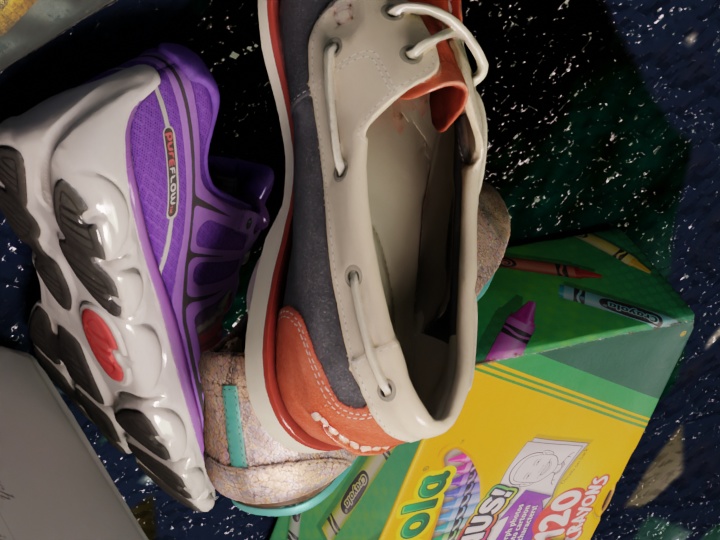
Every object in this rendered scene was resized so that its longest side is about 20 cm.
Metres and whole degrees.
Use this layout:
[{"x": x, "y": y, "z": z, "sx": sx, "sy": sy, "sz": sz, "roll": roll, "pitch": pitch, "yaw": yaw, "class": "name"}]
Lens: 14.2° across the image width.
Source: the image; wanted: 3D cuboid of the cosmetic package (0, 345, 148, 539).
[{"x": -0.182, "y": 0.117, "z": 0.889, "sx": 0.165, "sy": 0.165, "sz": 0.200, "roll": -49, "pitch": 143, "yaw": 18, "class": "cosmetic package"}]

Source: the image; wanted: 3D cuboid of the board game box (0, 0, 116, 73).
[{"x": -0.130, "y": -0.122, "z": 0.777, "sx": 0.135, "sy": 0.028, "sz": 0.200, "roll": -32, "pitch": 145, "yaw": -7, "class": "board game box"}]

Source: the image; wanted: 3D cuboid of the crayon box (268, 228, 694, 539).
[{"x": 0.038, "y": 0.081, "z": 1.133, "sx": 0.119, "sy": 0.058, "sz": 0.200, "roll": -10, "pitch": 137, "yaw": -34, "class": "crayon box"}]

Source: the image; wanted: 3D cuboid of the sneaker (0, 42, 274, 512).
[{"x": -0.059, "y": 0.006, "z": 0.950, "sx": 0.083, "sy": 0.081, "sz": 0.200, "roll": -37, "pitch": 151, "yaw": -22, "class": "sneaker"}]

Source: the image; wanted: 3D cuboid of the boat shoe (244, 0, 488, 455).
[{"x": 0.009, "y": -0.044, "z": 0.863, "sx": 0.071, "sy": 0.200, "sz": 0.063, "roll": 16, "pitch": 163, "yaw": -36, "class": "boat shoe"}]

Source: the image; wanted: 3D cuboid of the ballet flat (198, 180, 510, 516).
[{"x": 0.000, "y": 0.000, "z": 0.948, "sx": 0.068, "sy": 0.200, "sz": 0.067, "roll": -5, "pitch": 119, "yaw": 22, "class": "ballet flat"}]
